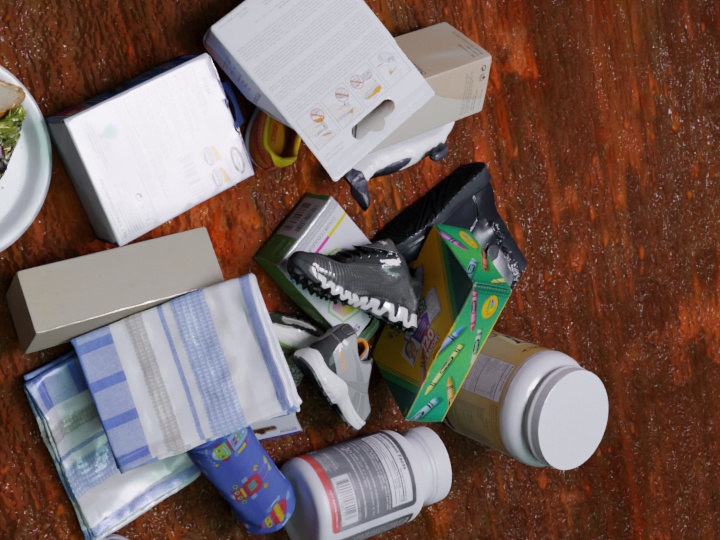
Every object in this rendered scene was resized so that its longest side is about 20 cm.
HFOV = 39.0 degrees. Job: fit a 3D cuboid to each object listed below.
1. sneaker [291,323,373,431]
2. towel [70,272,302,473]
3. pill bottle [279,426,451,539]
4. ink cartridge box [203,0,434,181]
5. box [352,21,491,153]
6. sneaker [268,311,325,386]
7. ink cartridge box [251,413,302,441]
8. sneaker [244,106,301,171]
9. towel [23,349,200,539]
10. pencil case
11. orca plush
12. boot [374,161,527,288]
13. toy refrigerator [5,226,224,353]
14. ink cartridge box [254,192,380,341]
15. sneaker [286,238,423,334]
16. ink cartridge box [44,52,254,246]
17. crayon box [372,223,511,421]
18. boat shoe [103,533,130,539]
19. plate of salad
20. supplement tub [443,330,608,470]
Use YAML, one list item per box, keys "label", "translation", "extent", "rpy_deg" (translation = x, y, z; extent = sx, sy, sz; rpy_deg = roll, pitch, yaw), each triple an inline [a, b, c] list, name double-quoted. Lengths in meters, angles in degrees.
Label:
- label: "sneaker"
  translation: [-0.013, 0.124, 1.169]
  extent: [0.079, 0.074, 0.201]
  rpy_deg: [-42, 155, -9]
- label: "towel"
  translation: [-0.170, 0.102, 1.005]
  extent: [0.197, 0.024, 0.150]
  rpy_deg: [-19, 94, -4]
- label: "pill bottle"
  translation: [0.007, 0.261, 1.229]
  extent: [0.197, 0.115, 0.118]
  rpy_deg: [-11, 105, -33]
- label: "ink cartridge box"
  translation: [-0.041, -0.213, 1.061]
  extent: [0.162, 0.050, 0.201]
  rpy_deg: [-42, 97, -21]
- label: "box"
  translation: [0.046, -0.210, 1.168]
  extent: [0.198, 0.095, 0.079]
  rpy_deg: [-25, 141, -30]
- label: "sneaker"
  translation: [-0.125, 0.089, 1.136]
  extent: [0.197, 0.077, 0.090]
  rpy_deg: [17, 100, -33]
- label: "ink cartridge box"
  translation: [-0.133, 0.117, 1.103]
  extent: [0.093, 0.037, 0.202]
  rpy_deg: [-12, 133, 6]
- label: "sneaker"
  translation: [-0.076, -0.209, 1.105]
  extent: [0.072, 0.077, 0.204]
  rpy_deg: [4, 92, -34]
- label: "towel"
  translation: [-0.257, 0.169, 1.073]
  extent: [0.145, 0.024, 0.203]
  rpy_deg: [-28, 114, -29]
- label: "pencil case"
  translation: [-0.138, 0.210, 1.114]
  extent: [0.077, 0.087, 0.202]
  rpy_deg: [-32, 133, -9]
- label: "orca plush"
  translation: [0.044, -0.130, 1.207]
  extent: [0.201, 0.104, 0.072]
  rpy_deg: [-57, 168, -40]
- label: "boot"
  translation: [0.122, -0.016, 1.280]
  extent: [0.199, 0.076, 0.170]
  rpy_deg: [-39, 115, -30]
- label: "toy refrigerator"
  translation: [-0.245, 0.015, 1.019]
  extent: [0.197, 0.076, 0.071]
  rpy_deg: [-17, 80, -31]
- label: "ink cartridge box"
  translation: [-0.022, 0.015, 1.196]
  extent: [0.104, 0.059, 0.200]
  rpy_deg: [-51, 122, -16]
- label: "sneaker"
  translation: [0.000, 0.000, 1.135]
  extent: [0.198, 0.066, 0.092]
  rpy_deg: [25, 82, -40]
- label: "ink cartridge box"
  translation: [-0.198, -0.131, 1.033]
  extent: [0.198, 0.076, 0.138]
  rpy_deg: [-31, 114, -25]
- label: "crayon box"
  translation: [0.092, 0.064, 1.200]
  extent: [0.057, 0.119, 0.202]
  rpy_deg: [8, 122, -28]
- label: "boat shoe"
  translation: [-0.216, 0.356, 1.126]
  extent: [0.199, 0.056, 0.069]
  rpy_deg: [38, 77, -34]
- label: "plate of salad"
  translation: [-0.378, -0.101, 0.931]
  extent: [0.197, 0.048, 0.204]
  rpy_deg: [-8, 104, -34]
- label: "supplement tub"
  translation: [0.202, 0.164, 1.296]
  extent: [0.142, 0.199, 0.148]
  rpy_deg: [-8, 104, -33]
